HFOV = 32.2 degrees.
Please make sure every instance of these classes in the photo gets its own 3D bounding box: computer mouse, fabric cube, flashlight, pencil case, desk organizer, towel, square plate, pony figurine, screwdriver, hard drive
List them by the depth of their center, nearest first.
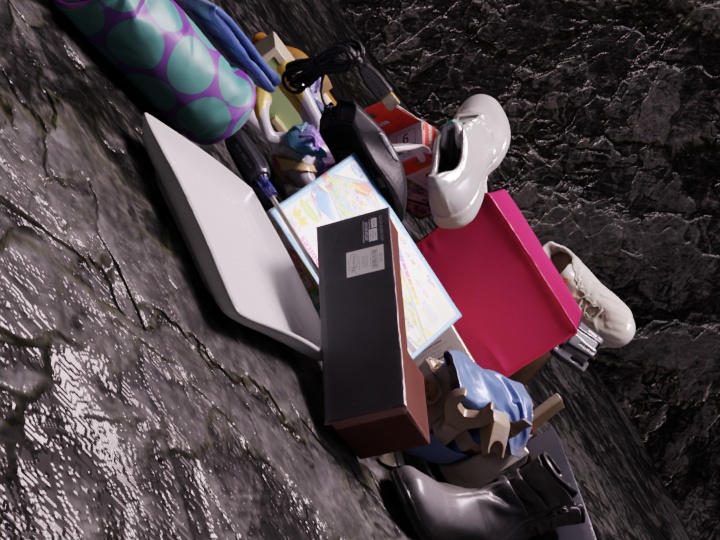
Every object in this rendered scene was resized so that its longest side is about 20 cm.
[{"bbox_3d":[-0.103,-0.017,1.046,0.199,0.028,0.200,61,11,25],"label":"square plate"},{"bbox_3d":[0.011,0.054,1.082,0.077,0.071,0.202,57,24,-51],"label":"desk organizer"},{"bbox_3d":[-0.176,-0.200,1.092,0.200,0.084,0.093,48,45,-43],"label":"pencil case"},{"bbox_3d":[-0.072,-0.057,1.163,0.201,0.029,0.028,53,-23,25],"label":"screwdriver"},{"bbox_3d":[-0.171,-0.251,1.197,0.199,0.024,0.147,35,-7,31],"label":"towel"},{"bbox_3d":[0.012,-0.144,1.256,0.140,0.046,0.201,-18,-74,56],"label":"computer mouse"},{"bbox_3d":[0.213,0.290,1.356,0.136,0.042,0.201,98,-17,-47],"label":"hard drive"},{"bbox_3d":[-0.047,-0.130,1.378,0.192,0.166,0.201,-19,77,-46],"label":"pony figurine"},{"bbox_3d":[0.138,0.035,1.523,0.197,0.199,0.199,58,13,1],"label":"fabric cube"},{"bbox_3d":[0.226,0.050,1.641,0.199,0.068,0.068,34,14,7],"label":"flashlight"}]

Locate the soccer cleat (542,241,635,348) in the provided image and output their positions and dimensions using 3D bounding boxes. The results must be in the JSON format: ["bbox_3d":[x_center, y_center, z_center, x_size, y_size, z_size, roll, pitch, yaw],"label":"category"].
[{"bbox_3d":[0.306,0.034,1.709,0.077,0.069,0.200,41,11,-38],"label":"soccer cleat"}]

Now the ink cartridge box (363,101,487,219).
[{"bbox_3d":[0.053,-0.129,1.495,0.199,0.108,0.051,25,55,-46],"label":"ink cartridge box"}]

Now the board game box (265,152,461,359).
[{"bbox_3d":[0.000,0.000,1.234,0.134,0.034,0.201,-36,95,-39],"label":"board game box"}]

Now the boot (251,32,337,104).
[{"bbox_3d":[-0.075,-0.213,1.643,0.144,0.070,0.202,40,-24,43],"label":"boot"}]

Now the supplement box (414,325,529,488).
[{"bbox_3d":[0.100,0.133,1.341,0.201,0.073,0.126,60,-1,14],"label":"supplement box"}]

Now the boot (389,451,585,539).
[{"bbox_3d":[0.118,0.200,1.125,0.200,0.131,0.070,43,18,-50],"label":"boot"}]

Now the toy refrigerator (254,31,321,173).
[{"bbox_3d":[-0.075,-0.182,1.518,0.201,0.076,0.070,52,11,-26],"label":"toy refrigerator"}]

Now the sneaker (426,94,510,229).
[{"bbox_3d":[0.118,-0.147,1.418,0.089,0.074,0.201,61,34,-40],"label":"sneaker"}]

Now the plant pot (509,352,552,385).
[{"bbox_3d":[0.202,0.079,1.746,0.201,0.174,0.200,53,11,-14],"label":"plant pot"}]

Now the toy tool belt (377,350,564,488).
[{"bbox_3d":[0.097,0.124,1.165,0.199,0.122,0.126,25,42,-45],"label":"toy tool belt"}]
